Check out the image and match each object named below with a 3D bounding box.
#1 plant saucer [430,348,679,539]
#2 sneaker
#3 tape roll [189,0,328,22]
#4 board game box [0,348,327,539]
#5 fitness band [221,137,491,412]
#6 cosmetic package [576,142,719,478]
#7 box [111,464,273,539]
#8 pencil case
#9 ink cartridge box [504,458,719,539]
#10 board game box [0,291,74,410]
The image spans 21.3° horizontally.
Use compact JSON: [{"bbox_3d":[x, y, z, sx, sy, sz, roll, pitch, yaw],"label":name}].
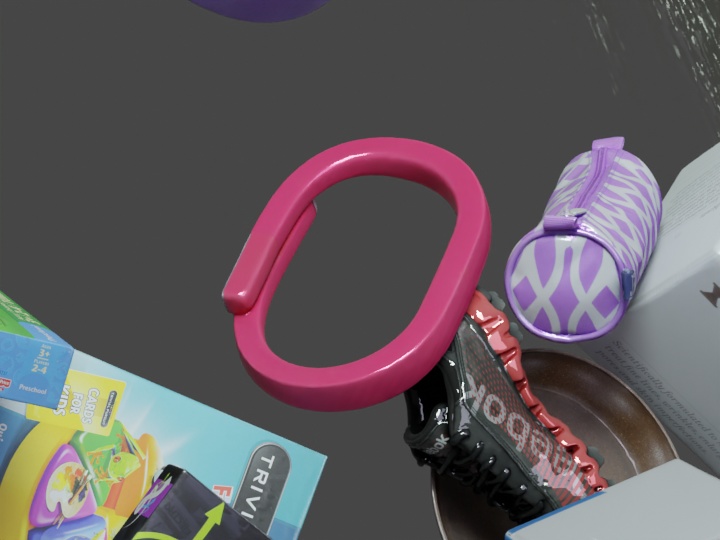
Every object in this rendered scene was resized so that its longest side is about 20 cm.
[{"bbox_3d":[0.125,0.150,1.230,0.199,0.032,0.201,13,62,-25],"label":"plant saucer"},{"bbox_3d":[0.082,0.109,1.162,0.098,0.071,0.201,-27,82,-36],"label":"sneaker"},{"bbox_3d":[-0.068,-0.273,1.275,0.199,0.085,0.201,12,64,-25],"label":"tape roll"},{"bbox_3d":[-0.136,0.135,1.047,0.199,0.047,0.152,24,78,-18],"label":"board game box"},{"bbox_3d":[0.000,0.000,1.171,0.143,0.038,0.200,11,53,20],"label":"fitness band"},{"bbox_3d":[0.287,0.010,1.304,0.165,0.165,0.200,42,54,-6],"label":"cosmetic package"},{"bbox_3d":[-0.103,0.225,1.012,0.143,0.036,0.200,40,77,-16],"label":"box"},{"bbox_3d":[0.146,-0.021,1.240,0.200,0.084,0.086,-50,130,-68],"label":"pencil case"},{"bbox_3d":[0.159,0.232,1.117,0.144,0.084,0.201,-17,118,-34],"label":"ink cartridge box"},{"bbox_3d":[-0.257,0.012,0.923,0.199,0.151,0.037,15,96,-32],"label":"board game box"}]
